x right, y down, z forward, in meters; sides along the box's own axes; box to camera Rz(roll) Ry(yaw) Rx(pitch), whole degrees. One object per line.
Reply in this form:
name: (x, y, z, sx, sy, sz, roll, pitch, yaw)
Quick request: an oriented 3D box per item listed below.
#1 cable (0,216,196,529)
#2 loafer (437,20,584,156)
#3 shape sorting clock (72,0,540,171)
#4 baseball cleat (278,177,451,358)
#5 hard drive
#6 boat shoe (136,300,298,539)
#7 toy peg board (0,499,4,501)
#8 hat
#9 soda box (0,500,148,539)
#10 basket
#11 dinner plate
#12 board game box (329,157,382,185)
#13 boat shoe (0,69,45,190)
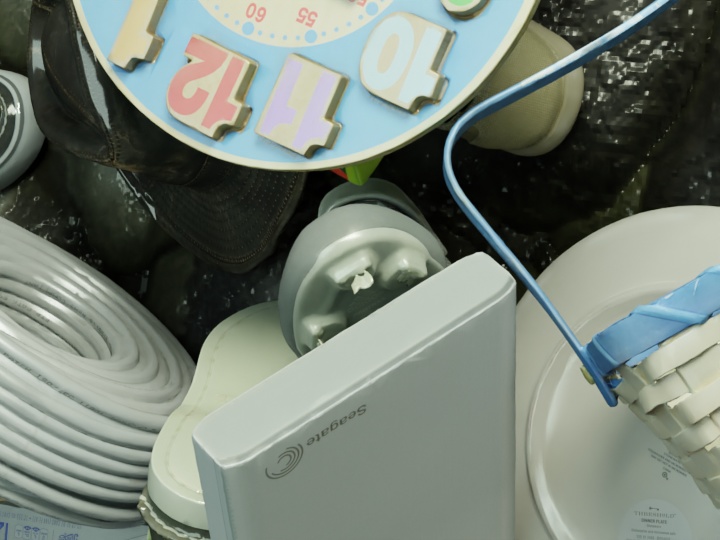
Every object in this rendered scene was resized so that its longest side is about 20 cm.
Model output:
cable: (-0.159, 0.034, 0.906, 0.069, 0.200, 0.200, -55, 18, 12)
loafer: (0.005, -0.111, 0.886, 0.200, 0.068, 0.076, 25, 100, 30)
shape sorting clock: (-0.023, -0.137, 0.750, 0.199, 0.039, 0.201, 0, 91, 21)
baseball cleat: (0.000, 0.000, 0.809, 0.070, 0.200, 0.107, -27, 65, 2)
hard drive: (0.005, 0.097, 0.777, 0.027, 0.132, 0.200, 42, 152, 35)
boat shoe: (-0.043, 0.072, 0.844, 0.072, 0.202, 0.061, 15, 115, 9)
toy peg board: (-0.312, 0.072, 1.029, 0.199, 0.098, 0.201, -22, 92, 29)
hat: (-0.103, -0.091, 0.913, 0.200, 0.081, 0.201, 18, 114, 49)
soda box: (-0.081, 0.146, 0.927, 0.199, 0.068, 0.064, 4, 90, 32)
basket: (0.151, -0.013, 0.732, 0.176, 0.139, 0.200, -34, 79, -2)
dinner plate: (0.131, 0.073, 0.825, 0.199, 0.024, 0.201, -1, 88, 33)
board game box: (0.011, -0.143, 0.830, 0.101, 0.048, 0.200, 28, 69, 19)
boat shoe: (-0.253, -0.066, 1.052, 0.199, 0.057, 0.069, -7, 84, 32)
